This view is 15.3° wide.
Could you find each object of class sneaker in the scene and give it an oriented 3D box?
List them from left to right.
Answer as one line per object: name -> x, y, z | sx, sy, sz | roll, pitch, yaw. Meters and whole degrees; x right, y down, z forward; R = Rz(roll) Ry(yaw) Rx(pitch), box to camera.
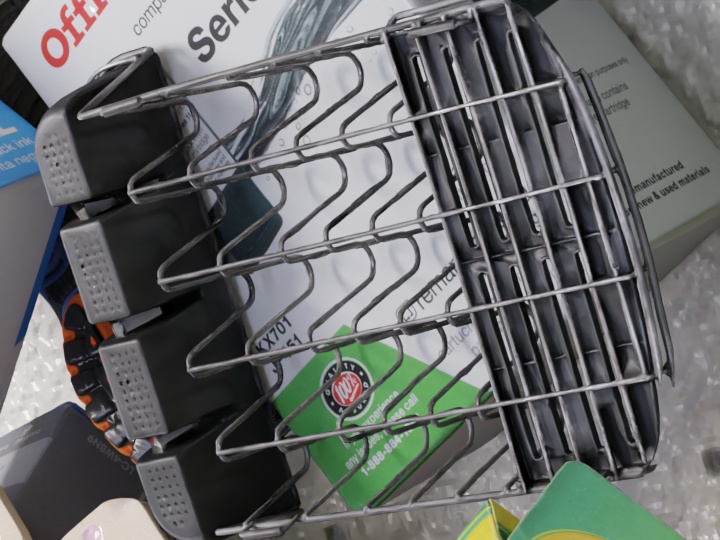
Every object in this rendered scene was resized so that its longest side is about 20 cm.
sneaker -> -0.083, -0.011, 0.926 | 0.075, 0.078, 0.201 | -35, 66, 18

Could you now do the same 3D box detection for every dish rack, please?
dish rack -> 0.000, 0.000, 0.769 | 0.199, 0.054, 0.154 | -12, 101, 37

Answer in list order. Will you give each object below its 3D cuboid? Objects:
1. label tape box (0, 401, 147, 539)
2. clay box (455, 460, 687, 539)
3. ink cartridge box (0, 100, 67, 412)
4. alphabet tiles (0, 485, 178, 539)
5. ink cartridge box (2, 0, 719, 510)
label tape box -> -0.158, 0.154, 0.945 | 0.066, 0.201, 0.143 | 42, 146, -16
clay box -> 0.037, 0.156, 0.727 | 0.115, 0.048, 0.200 | 37, 96, -7
ink cartridge box -> -0.205, -0.026, 0.897 | 0.200, 0.084, 0.147 | 39, 128, 22
alphabet tiles -> -0.115, 0.167, 0.832 | 0.200, 0.015, 0.196 | -42, 66, 14
ink cartridge box -> -0.001, -0.050, 0.839 | 0.200, 0.083, 0.147 | 52, 129, 11
